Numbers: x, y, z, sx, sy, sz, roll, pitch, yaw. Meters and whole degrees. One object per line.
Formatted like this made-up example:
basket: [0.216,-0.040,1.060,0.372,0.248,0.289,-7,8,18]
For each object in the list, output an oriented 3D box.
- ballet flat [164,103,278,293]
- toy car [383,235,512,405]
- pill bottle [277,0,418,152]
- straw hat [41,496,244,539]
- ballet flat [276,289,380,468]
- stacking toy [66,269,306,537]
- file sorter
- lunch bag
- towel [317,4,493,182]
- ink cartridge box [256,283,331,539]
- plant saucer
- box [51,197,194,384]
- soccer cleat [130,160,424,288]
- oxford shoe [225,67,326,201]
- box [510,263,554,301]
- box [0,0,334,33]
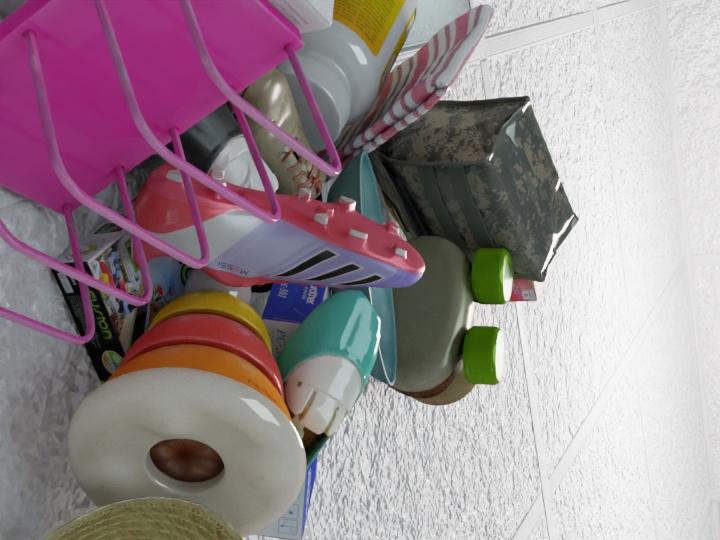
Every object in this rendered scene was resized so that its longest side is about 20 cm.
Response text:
ballet flat: [-0.091,-0.052,0.771,0.068,0.068,0.201,-52,155,-26]
toy car: [0.079,0.072,1.072,0.200,0.163,0.159,55,40,-60]
pill bottle: [-0.025,-0.198,0.937,0.113,0.112,0.201,64,35,-37]
straw hat: [-0.166,0.214,0.636,0.200,0.085,0.203,-10,106,-35]
ballet flat: [-0.044,0.108,0.730,0.067,0.201,0.070,29,16,-19]
stacking toy: [-0.101,0.065,0.700,0.201,0.145,0.147,-85,156,-53]
file sorter: [-0.130,-0.067,0.582,0.139,0.199,0.126,33,31,-55]
lunch bag: [0.094,-0.082,1.073,0.118,0.199,0.165,-53,130,-31]
towel: [0.028,-0.158,0.958,0.030,0.199,0.147,44,43,-16]
ink cartridge box: [-0.054,0.103,0.828,0.094,0.044,0.201,-79,175,-61]
plant saucer: [0.000,0.000,0.899,0.200,0.036,0.202,-6,90,-84]
box: [-0.143,0.057,0.761,0.110,0.034,0.201,-52,132,-52]
soccer cleat: [-0.055,-0.016,0.709,0.067,0.199,0.077,-107,-144,-62]
oxford shoe: [-0.057,-0.093,0.824,0.071,0.075,0.200,-52,163,-17]
box: [0.170,-0.067,1.313,0.096,0.099,0.201,-47,128,-54]
box: [-0.120,-0.228,0.660,0.106,0.199,0.154,33,57,-58]
